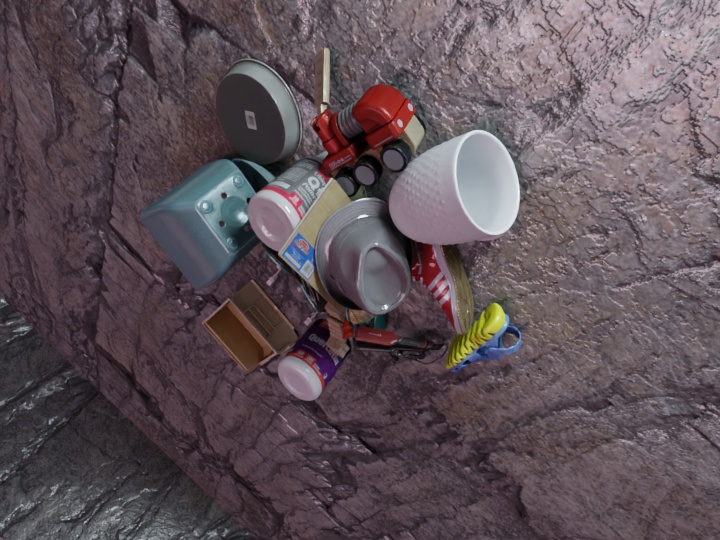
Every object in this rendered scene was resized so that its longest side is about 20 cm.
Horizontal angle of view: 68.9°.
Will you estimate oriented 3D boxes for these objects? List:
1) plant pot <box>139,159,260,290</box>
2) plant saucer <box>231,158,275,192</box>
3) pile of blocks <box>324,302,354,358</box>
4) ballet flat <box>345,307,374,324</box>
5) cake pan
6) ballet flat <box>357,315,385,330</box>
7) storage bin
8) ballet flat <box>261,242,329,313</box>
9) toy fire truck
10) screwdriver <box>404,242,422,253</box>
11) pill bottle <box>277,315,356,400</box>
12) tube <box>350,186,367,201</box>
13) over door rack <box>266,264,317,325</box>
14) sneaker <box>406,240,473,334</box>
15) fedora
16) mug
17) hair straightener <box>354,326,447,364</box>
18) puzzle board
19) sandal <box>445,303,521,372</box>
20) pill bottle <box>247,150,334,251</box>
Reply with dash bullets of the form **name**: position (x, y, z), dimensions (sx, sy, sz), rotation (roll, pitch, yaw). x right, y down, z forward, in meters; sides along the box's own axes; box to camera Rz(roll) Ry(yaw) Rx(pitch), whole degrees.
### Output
- **plant pot**: position (-0.283, -0.100, 1.044), dimensions (0.198, 0.196, 0.198), rotation (-5, 125, 55)
- **plant saucer**: position (-0.190, -0.151, 1.080), dimensions (0.200, 0.039, 0.203), rotation (39, 155, 21)
- **pile of blocks**: position (-0.029, 0.088, 1.076), dimensions (0.061, 0.081, 0.206), rotation (21, 121, 46)
- **ballet flat**: position (0.000, 0.000, 1.012), dimensions (0.070, 0.069, 0.206), rotation (-22, 67, 46)
- **cake pan**: position (-0.200, -0.292, 1.000), dimensions (0.196, 0.037, 0.204), rotation (21, 133, 24)
- **ballet flat**: position (0.021, 0.065, 1.092), dimensions (0.073, 0.074, 0.204), rotation (24, 133, 19)
- **storage bin**: position (-0.292, 0.156, 1.389), dimensions (0.200, 0.094, 0.199), rotation (50, 138, -7)
- **ballet flat**: position (-0.117, -0.004, 1.090), dimensions (0.068, 0.068, 0.201), rotation (-37, 104, 14)
- **toy fire truck**: position (-0.009, -0.253, 0.838), dimensions (0.174, 0.130, 0.201), rotation (-18, 121, 44)
- **screwdriver**: position (0.040, -0.071, 0.968), dimensions (0.198, 0.028, 0.029), rotation (34, 161, 30)
- **pill bottle**: position (-0.088, 0.182, 1.169), dimensions (0.110, 0.201, 0.115), rotation (20, 134, 22)
- **tube**: position (-0.047, -0.079, 0.990), dimensions (0.058, 0.052, 0.201), rotation (47, 121, 9)
- **over door rack**: position (-0.132, 0.038, 1.189), dimensions (0.148, 0.067, 0.200), rotation (46, 138, -1)
- **sneaker**: position (0.135, 0.026, 0.966), dimensions (0.110, 0.071, 0.205), rotation (-6, 111, 36)
- **fedora**: position (0.020, -0.006, 0.864), dimensions (0.091, 0.173, 0.204), rotation (-128, 20, -56)
- **mug**: position (0.148, -0.102, 0.817), dimensions (0.197, 0.151, 0.173), rotation (29, 157, -31)
- **hair straightener**: position (0.084, 0.160, 1.099), dimensions (0.193, 0.042, 0.078), rotation (3, 137, 4)
- **puzzle board**: position (-0.045, -0.038, 0.903), dimensions (0.017, 0.152, 0.200), rotation (27, 167, 40)
- **sandal**: position (0.230, 0.146, 0.988), dimensions (0.086, 0.081, 0.201), rotation (29, 143, -7)
- **pill bottle**: position (-0.099, -0.131, 0.927), dimensions (0.108, 0.201, 0.113), rotation (20, 135, 22)
